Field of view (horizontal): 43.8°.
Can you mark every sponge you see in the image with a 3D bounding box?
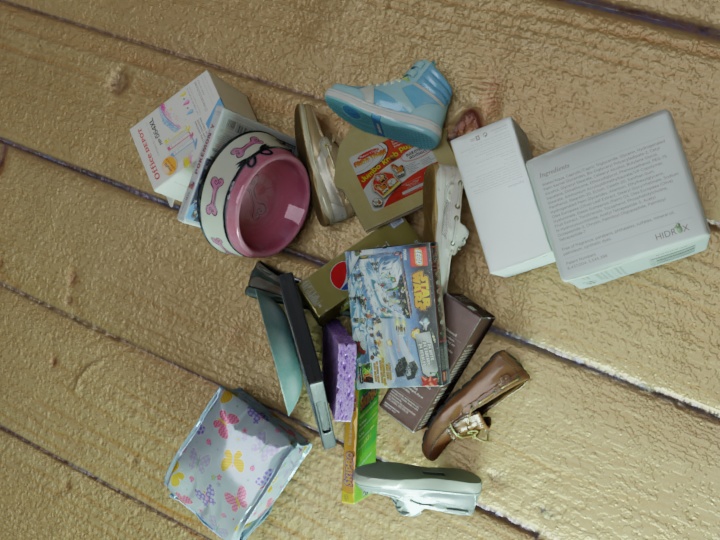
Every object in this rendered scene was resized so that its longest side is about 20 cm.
[{"bbox_3d":[-0.036,0.145,1.354,0.029,0.200,0.114,1,97,-9],"label":"sponge"}]

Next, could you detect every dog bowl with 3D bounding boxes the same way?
[{"bbox_3d":[-0.158,-0.111,1.405,0.073,0.199,0.203,24,95,34],"label":"dog bowl"}]

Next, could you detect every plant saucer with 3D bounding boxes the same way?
[{"bbox_3d":[-0.122,0.124,1.403,0.038,0.201,0.205,-14,81,-8],"label":"plant saucer"}]

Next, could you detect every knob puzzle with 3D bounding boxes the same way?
[{"bbox_3d":[0.049,-0.171,1.410,0.215,0.031,0.224,-4,65,9],"label":"knob puzzle"}]

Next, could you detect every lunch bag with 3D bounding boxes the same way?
[{"bbox_3d":[-0.204,0.315,1.447,0.168,0.127,0.202,33,89,17],"label":"lunch bag"}]

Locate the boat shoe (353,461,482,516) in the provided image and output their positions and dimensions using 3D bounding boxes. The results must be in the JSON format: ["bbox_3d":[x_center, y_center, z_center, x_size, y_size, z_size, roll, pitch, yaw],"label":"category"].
[{"bbox_3d":[0.084,0.333,1.335,0.197,0.070,0.073,7,98,-10],"label":"boat shoe"}]

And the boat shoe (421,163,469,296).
[{"bbox_3d":[0.130,-0.055,1.326,0.068,0.071,0.205,1,95,-16],"label":"boat shoe"}]

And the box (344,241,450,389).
[{"bbox_3d":[0.053,0.066,1.293,0.134,0.040,0.205,-5,91,24],"label":"box"}]

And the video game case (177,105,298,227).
[{"bbox_3d":[-0.188,-0.146,1.427,0.023,0.199,0.185,24,95,34],"label":"video game case"}]

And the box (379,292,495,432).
[{"bbox_3d":[0.116,0.137,1.348,0.074,0.100,0.202,34,98,18],"label":"box"}]

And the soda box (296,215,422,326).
[{"bbox_3d":[0.000,0.000,1.379,0.198,0.068,0.064,-34,76,-8],"label":"soda box"}]

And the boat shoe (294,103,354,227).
[{"bbox_3d":[-0.057,-0.175,1.451,0.068,0.074,0.204,-14,89,-14],"label":"boat shoe"}]

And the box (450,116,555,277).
[{"bbox_3d":[0.216,-0.103,1.311,0.096,0.124,0.204,-19,80,18],"label":"box"}]

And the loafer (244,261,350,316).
[{"bbox_3d":[-0.098,0.029,1.453,0.196,0.072,0.064,10,85,23],"label":"loafer"}]

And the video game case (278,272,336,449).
[{"bbox_3d":[-0.079,0.136,1.340,0.025,0.182,0.202,-14,51,-6],"label":"video game case"}]

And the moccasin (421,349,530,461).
[{"bbox_3d":[0.171,0.214,1.343,0.201,0.074,0.078,-44,66,3],"label":"moccasin"}]

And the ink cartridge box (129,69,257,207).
[{"bbox_3d":[-0.276,-0.208,1.495,0.198,0.125,0.130,-32,70,16],"label":"ink cartridge box"}]

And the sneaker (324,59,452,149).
[{"bbox_3d":[0.052,-0.279,1.396,0.197,0.080,0.133,22,77,9],"label":"sneaker"}]

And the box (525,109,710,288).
[{"bbox_3d":[0.352,-0.088,1.218,0.197,0.198,0.175,-18,80,18],"label":"box"}]

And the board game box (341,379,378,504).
[{"bbox_3d":[0.002,0.249,1.387,0.029,0.095,0.205,4,88,20],"label":"board game box"}]
